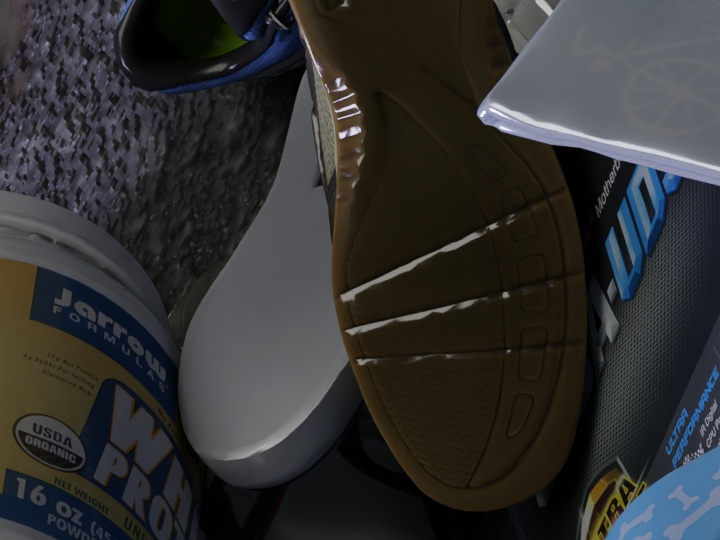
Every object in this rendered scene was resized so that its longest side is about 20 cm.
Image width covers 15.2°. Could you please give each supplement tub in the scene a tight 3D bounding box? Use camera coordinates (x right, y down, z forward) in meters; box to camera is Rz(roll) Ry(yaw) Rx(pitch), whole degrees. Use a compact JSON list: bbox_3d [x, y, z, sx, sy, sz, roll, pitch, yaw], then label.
[{"bbox_3d":[-0.118,0.079,0.787,0.145,0.144,0.200,-48,22,24],"label":"supplement tub"}]

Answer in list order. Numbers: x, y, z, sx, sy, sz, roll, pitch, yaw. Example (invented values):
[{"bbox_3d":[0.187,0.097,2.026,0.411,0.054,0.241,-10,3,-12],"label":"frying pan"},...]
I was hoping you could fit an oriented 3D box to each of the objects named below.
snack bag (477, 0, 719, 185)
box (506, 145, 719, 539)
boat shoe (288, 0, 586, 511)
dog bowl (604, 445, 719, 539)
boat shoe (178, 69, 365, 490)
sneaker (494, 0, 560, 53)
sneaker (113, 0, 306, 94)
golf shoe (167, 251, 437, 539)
[{"bbox_3d":[0.147,-0.064,0.645,0.199,0.021,0.189,16,50,23],"label":"snack bag"},{"bbox_3d":[0.090,0.007,0.735,0.159,0.046,0.201,-113,30,-41],"label":"box"},{"bbox_3d":[0.023,-0.035,0.759,0.073,0.065,0.201,-10,94,9],"label":"boat shoe"},{"bbox_3d":[0.140,0.069,0.651,0.199,0.111,0.050,-31,36,24],"label":"dog bowl"},{"bbox_3d":[0.000,0.000,0.845,0.072,0.066,0.201,-16,37,25],"label":"boat shoe"},{"bbox_3d":[0.096,-0.121,0.842,0.077,0.082,0.200,58,143,16],"label":"sneaker"},{"bbox_3d":[-0.013,-0.116,0.926,0.079,0.089,0.200,51,129,1],"label":"sneaker"},{"bbox_3d":[-0.014,0.054,0.877,0.088,0.077,0.200,-53,41,8],"label":"golf shoe"}]
